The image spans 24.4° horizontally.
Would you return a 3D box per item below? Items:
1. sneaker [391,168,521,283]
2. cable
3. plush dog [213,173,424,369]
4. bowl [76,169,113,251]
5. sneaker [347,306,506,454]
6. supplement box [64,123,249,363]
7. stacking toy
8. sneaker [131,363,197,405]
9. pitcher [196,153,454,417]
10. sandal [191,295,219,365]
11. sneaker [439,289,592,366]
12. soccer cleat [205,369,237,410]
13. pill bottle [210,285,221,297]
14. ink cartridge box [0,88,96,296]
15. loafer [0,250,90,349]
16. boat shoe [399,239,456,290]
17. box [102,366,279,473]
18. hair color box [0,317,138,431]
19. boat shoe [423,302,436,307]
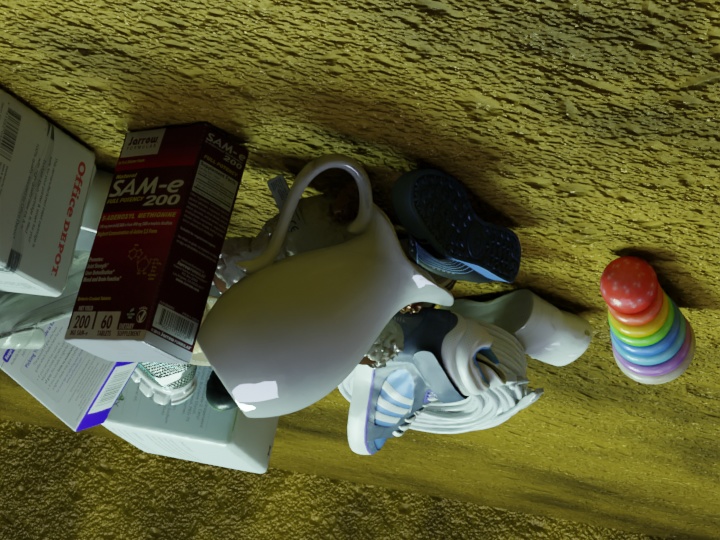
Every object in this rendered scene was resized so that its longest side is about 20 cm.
[{"bbox_3d":[0.068,-0.034,1.485,0.078,0.070,0.200,0,159,33],"label":"sneaker"},{"bbox_3d":[0.078,0.110,1.778,0.200,0.069,0.200,16,153,-12],"label":"cable"},{"bbox_3d":[-0.021,-0.017,1.553,0.200,0.161,0.172,26,-174,9],"label":"plush dog"},{"bbox_3d":[-0.254,-0.042,1.694,0.200,0.075,0.200,22,163,-37],"label":"bowl"},{"bbox_3d":[0.068,0.121,1.655,0.146,0.081,0.200,11,131,7],"label":"sneaker"},{"bbox_3d":[-0.176,-0.023,1.446,0.109,0.200,0.061,-2,157,42],"label":"supplement box"},{"bbox_3d":[0.275,0.042,1.623,0.085,0.085,0.200,6,160,19],"label":"stacking toy"},{"bbox_3d":[-0.251,0.056,1.790,0.200,0.078,0.091,33,140,2],"label":"sneaker"},{"bbox_3d":[-0.048,0.015,1.400,0.172,0.200,0.121,57,176,-12],"label":"pitcher"},{"bbox_3d":[-0.193,0.057,1.696,0.211,0.078,0.070,21,-169,-20],"label":"sandal"},{"bbox_3d":[0.164,0.077,1.838,0.115,0.074,0.200,23,160,-31],"label":"sneaker"},{"bbox_3d":[-0.098,0.069,1.822,0.068,0.200,0.081,40,167,28],"label":"soccer cleat"},{"bbox_3d":[-0.223,0.035,1.893,0.112,0.112,0.200,22,161,-38],"label":"pill bottle"},{"bbox_3d":[-0.334,-0.074,1.484,0.084,0.145,0.200,5,164,26],"label":"ink cartridge box"},{"bbox_3d":[-0.329,0.048,1.605,0.200,0.070,0.070,-29,-161,-28],"label":"loafer"},{"bbox_3d":[0.000,0.000,1.670,0.200,0.073,0.063,3,162,12],"label":"boat shoe"},{"bbox_3d":[-0.195,0.129,2.064,0.171,0.200,0.199,10,165,13],"label":"box"},{"bbox_3d":[-0.330,0.064,1.753,0.200,0.109,0.065,37,-163,14],"label":"hair color box"},{"bbox_3d":[-0.015,0.016,1.754,0.200,0.074,0.060,2,161,2],"label":"boat shoe"}]
